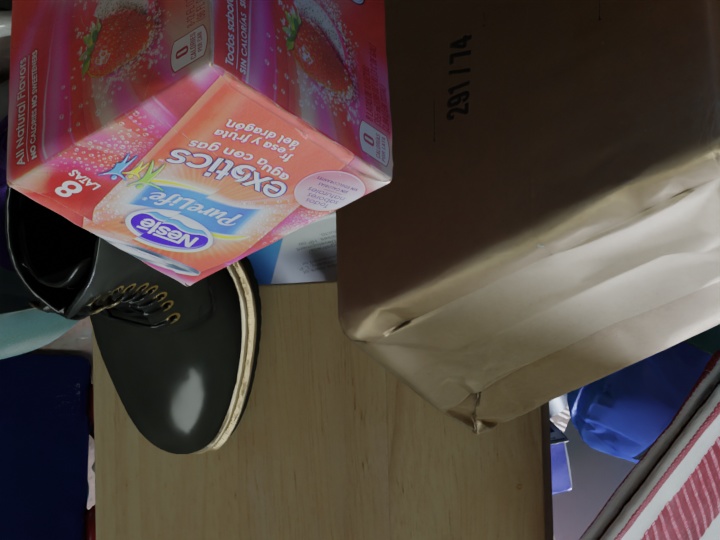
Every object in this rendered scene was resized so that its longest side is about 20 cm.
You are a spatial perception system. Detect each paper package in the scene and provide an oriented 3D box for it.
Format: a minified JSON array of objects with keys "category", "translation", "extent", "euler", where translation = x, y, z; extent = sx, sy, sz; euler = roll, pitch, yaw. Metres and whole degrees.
[{"category":"paper package","translation":[0.088,-0.070,1.001],"extent":[0.190,0.201,0.103],"euler":[-26,139,31]}]

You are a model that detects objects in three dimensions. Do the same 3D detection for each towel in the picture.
[{"category":"towel","translation":[0.127,0.134,1.083],"extent":[0.023,0.144,0.200],"euler":[29,159,30]}]

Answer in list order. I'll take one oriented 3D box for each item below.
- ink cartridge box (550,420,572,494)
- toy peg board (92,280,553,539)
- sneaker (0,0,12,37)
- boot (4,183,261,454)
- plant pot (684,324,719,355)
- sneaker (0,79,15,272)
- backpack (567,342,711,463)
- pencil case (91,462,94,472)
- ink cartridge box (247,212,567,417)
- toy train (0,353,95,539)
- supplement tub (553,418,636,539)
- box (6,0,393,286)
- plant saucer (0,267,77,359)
[{"category":"ink cartridge box","translation":[0.052,0.097,1.289],"extent":[0.094,0.037,0.200],"euler":[-12,180,0]},{"category":"toy peg board","translation":[-0.006,0.109,1.135],"extent":[0.198,0.201,0.098],"euler":[-4,173,17]},{"category":"sneaker","translation":[-0.194,-0.114,0.995],"extent":[0.199,0.089,0.076],"euler":[-3,113,12]},{"category":"boot","translation":[-0.097,0.009,1.013],"extent":[0.077,0.138,0.201],"euler":[0,118,16]},{"category":"plant pot","translation":[0.230,-0.048,1.029],"extent":[0.141,0.201,0.141],"euler":[26,167,-34]},{"category":"sneaker","translation":[-0.109,-0.068,1.096],"extent":[0.080,0.084,0.200],"euler":[10,141,-19]},{"category":"backpack","translation":[0.192,0.027,1.182],"extent":[0.199,0.168,0.163],"euler":[11,138,-19]},{"category":"pencil case","translation":[-0.049,0.142,1.415],"extent":[0.199,0.090,0.078],"euler":[24,109,-34]},{"category":"ink cartridge box","translation":[0.000,0.000,1.202],"extent":[0.144,0.085,0.200],"euler":[-13,143,17]},{"category":"toy train","translation":[-0.166,0.154,1.319],"extent":[0.084,0.201,0.116],"euler":[2,150,-7]},{"category":"supplement tub","translation":[0.213,0.127,1.346],"extent":[0.199,0.146,0.145],"euler":[20,140,-30]},{"category":"box","translation":[-0.059,-0.112,0.931],"extent":[0.102,0.201,0.095],"euler":[-26,141,32]},{"category":"plant saucer","translation":[-0.211,0.017,1.147],"extent":[0.199,0.028,0.200],"euler":[-1,-170,0]}]
